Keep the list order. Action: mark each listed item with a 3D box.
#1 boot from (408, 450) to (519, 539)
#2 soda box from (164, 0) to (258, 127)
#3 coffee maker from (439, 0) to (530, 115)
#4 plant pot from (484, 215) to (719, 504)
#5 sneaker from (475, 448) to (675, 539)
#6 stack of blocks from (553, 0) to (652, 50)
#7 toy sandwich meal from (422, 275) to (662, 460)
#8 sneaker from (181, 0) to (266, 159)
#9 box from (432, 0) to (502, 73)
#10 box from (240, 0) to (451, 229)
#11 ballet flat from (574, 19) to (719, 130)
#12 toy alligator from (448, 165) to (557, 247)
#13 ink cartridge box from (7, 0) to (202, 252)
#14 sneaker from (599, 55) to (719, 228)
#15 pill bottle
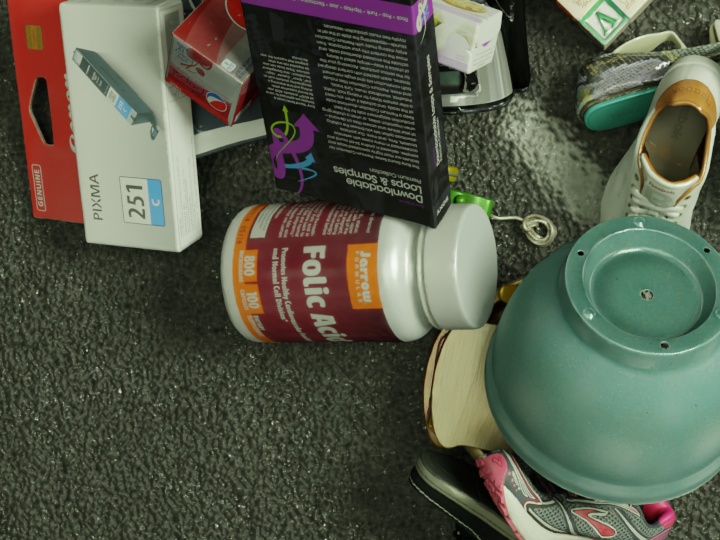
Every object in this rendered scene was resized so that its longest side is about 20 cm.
[{"bbox_3d":[0.085,0.252,1.106,0.203,0.074,0.154,37,103,-20],"label":"boot"},{"bbox_3d":[-0.067,-0.210,1.071,0.070,0.064,0.200,35,61,5],"label":"soda box"},{"bbox_3d":[0.079,-0.238,1.057,0.134,0.192,0.202,11,119,31],"label":"coffee maker"},{"bbox_3d":[0.195,0.046,0.983,0.198,0.135,0.201,1,53,-2],"label":"plant pot"},{"bbox_3d":[0.165,0.177,1.067,0.075,0.199,0.081,-46,42,19],"label":"sneaker"},{"bbox_3d":[0.240,-0.267,1.069,0.115,0.059,0.200,45,100,4],"label":"stack of blocks"},{"bbox_3d":[0.150,0.094,1.106,0.203,0.070,0.207,1,94,10],"label":"toy sandwich meal"},{"bbox_3d":[-0.093,-0.178,1.124,0.201,0.077,0.147,-13,95,12],"label":"sneaker"},{"bbox_3d":[0.004,-0.193,0.978,0.199,0.041,0.039,25,121,24],"label":"box"},{"bbox_3d":[-0.010,-0.130,0.980,0.142,0.036,0.201,16,135,26],"label":"box"},{"bbox_3d":[0.265,-0.162,1.072,0.199,0.072,0.073,-9,93,10],"label":"ballet flat"},{"bbox_3d":[0.064,-0.057,1.117,0.198,0.054,0.060,17,97,8],"label":"toy alligator"},{"bbox_3d":[-0.221,-0.123,1.121,0.175,0.045,0.202,6,112,23],"label":"ink cartridge box"},{"bbox_3d":[0.222,-0.061,1.046,0.072,0.085,0.201,18,125,12],"label":"sneaker"},{"bbox_3d":[0.000,0.000,1.081,0.198,0.114,0.115,-2,94,25],"label":"pill bottle"}]
